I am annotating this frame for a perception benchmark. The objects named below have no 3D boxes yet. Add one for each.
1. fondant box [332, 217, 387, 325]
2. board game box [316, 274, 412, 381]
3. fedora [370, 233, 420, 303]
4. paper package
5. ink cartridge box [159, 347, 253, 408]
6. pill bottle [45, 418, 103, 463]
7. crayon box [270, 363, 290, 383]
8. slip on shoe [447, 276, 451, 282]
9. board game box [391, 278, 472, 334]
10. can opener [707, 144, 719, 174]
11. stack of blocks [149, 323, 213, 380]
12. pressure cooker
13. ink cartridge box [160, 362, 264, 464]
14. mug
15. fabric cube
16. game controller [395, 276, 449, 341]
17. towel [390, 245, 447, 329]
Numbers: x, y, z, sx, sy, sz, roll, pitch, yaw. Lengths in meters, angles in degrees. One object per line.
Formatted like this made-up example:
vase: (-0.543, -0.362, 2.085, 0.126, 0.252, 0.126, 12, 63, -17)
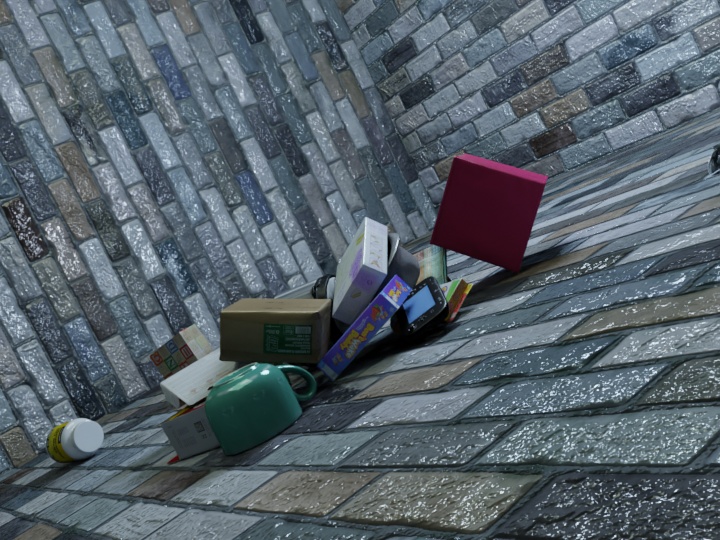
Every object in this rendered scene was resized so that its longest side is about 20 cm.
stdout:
fondant box: (0.000, 0.000, 1.762, 0.145, 0.058, 0.201, -59, 15, 29)
board game box: (0.009, 0.110, 1.630, 0.200, 0.045, 0.134, -49, -2, 22)
fedora: (0.068, 0.016, 1.792, 0.178, 0.090, 0.200, -62, 13, 19)
paper package: (-0.164, 0.117, 1.668, 0.198, 0.105, 0.191, 1, 6, 7)
ink cartridge box: (-0.295, 0.222, 1.674, 0.160, 0.050, 0.199, -30, 21, -24)
pill bottle: (-0.794, 0.473, 2.348, 0.112, 0.113, 0.199, -30, 4, -42)
crayon box: (-0.222, 0.167, 1.853, 0.058, 0.201, 0.119, -26, 3, -6)
slip on shoe: (0.135, 0.059, 1.903, 0.076, 0.061, 0.199, -30, 5, -40)
board game box: (0.142, 0.073, 1.685, 0.199, 0.030, 0.096, -18, 35, 56)
can opener: (0.793, -0.254, 1.766, 0.199, 0.053, 0.066, -31, 40, -32)
stack of blocks: (-0.357, 0.234, 1.842, 0.115, 0.201, 0.059, -35, -1, 31)
pressure cooker: (-0.088, 0.105, 1.862, 0.198, 0.179, 0.177, -22, 29, 20)
ink cartridge box: (-0.283, 0.280, 1.647, 0.175, 0.084, 0.200, -25, 4, 33)
mug: (-0.184, 0.224, 1.466, 0.151, 0.115, 0.185, -24, 5, 33)
fabric cube: (0.282, -0.131, 1.826, 0.197, 0.198, 0.200, 17, 14, 11)
game controller: (0.117, 0.071, 1.627, 0.104, 0.042, 0.200, -46, 16, 10)
towel: (0.128, 0.030, 1.843, 0.146, 0.022, 0.201, -25, 38, 26)
